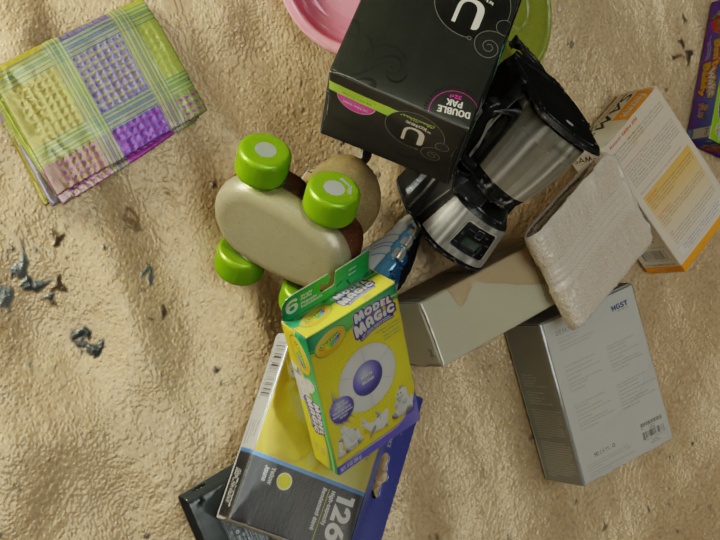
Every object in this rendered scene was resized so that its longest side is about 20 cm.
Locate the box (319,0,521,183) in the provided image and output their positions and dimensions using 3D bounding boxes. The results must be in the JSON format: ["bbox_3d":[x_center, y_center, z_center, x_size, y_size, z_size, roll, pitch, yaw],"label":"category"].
[{"bbox_3d":[0.064,-0.218,1.223,0.147,0.125,0.202,22,69,3],"label":"box"}]

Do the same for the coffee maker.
[{"bbox_3d":[0.148,-0.125,1.373,0.134,0.193,0.200,39,114,-12],"label":"coffee maker"}]

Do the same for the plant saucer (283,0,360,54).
[{"bbox_3d":[0.008,-0.331,1.340,0.197,0.051,0.204,0,101,2],"label":"plant saucer"}]

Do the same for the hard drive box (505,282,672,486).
[{"bbox_3d":[0.277,0.135,1.500,0.154,0.076,0.203,-20,98,-29],"label":"hard drive box"}]

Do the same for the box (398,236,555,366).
[{"bbox_3d":[0.132,0.034,1.413,0.198,0.095,0.079,-26,100,-29],"label":"box"}]

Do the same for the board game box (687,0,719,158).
[{"bbox_3d":[0.519,-0.248,1.672,0.133,0.045,0.203,18,79,-28],"label":"board game box"}]

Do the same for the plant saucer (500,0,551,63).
[{"bbox_3d":[0.172,-0.307,1.449,0.198,0.031,0.204,0,90,-48],"label":"plant saucer"}]

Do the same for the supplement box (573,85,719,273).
[{"bbox_3d":[0.368,-0.112,1.564,0.126,0.073,0.201,-46,109,-23],"label":"supplement box"}]

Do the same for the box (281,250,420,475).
[{"bbox_3d":[-0.008,0.090,1.229,0.117,0.048,0.202,-31,125,-27],"label":"box"}]

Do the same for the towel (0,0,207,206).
[{"bbox_3d":[-0.265,-0.171,1.236,0.199,0.023,0.145,-36,104,-27],"label":"towel"}]

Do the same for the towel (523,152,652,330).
[{"bbox_3d":[0.269,-0.039,1.435,0.200,0.034,0.134,-45,114,-37],"label":"towel"}]

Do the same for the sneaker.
[{"bbox_3d":[0.000,0.000,1.355,0.086,0.076,0.201,24,51,17],"label":"sneaker"}]

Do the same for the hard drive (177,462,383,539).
[{"bbox_3d":[-0.080,0.254,1.316,0.198,0.033,0.141,-27,101,-27],"label":"hard drive"}]

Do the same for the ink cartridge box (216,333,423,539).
[{"bbox_3d":[-0.030,0.195,1.304,0.198,0.047,0.200,24,76,-24],"label":"ink cartridge box"}]

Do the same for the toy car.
[{"bbox_3d":[-0.042,-0.079,1.288,0.156,0.166,0.200,29,44,11],"label":"toy car"}]
